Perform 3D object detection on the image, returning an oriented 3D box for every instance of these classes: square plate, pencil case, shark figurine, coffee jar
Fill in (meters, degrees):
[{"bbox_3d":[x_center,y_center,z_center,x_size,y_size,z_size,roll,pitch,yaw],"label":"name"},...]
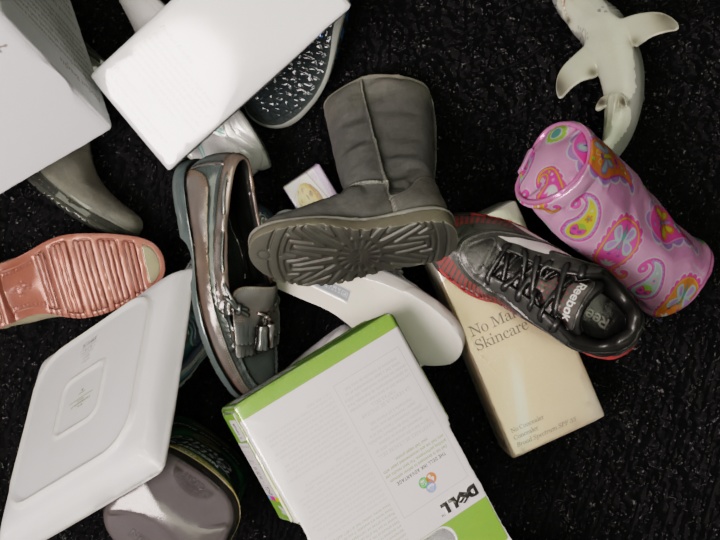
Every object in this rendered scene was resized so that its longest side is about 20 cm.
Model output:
[{"bbox_3d":[-0.216,0.109,0.989,0.199,0.200,0.028,-31,129,30],"label":"square plate"},{"bbox_3d":[0.214,-0.039,1.043,0.199,0.087,0.088,36,89,-35],"label":"pencil case"},{"bbox_3d":[0.223,-0.144,1.091,0.126,0.089,0.218,3,82,31],"label":"shark figurine"},{"bbox_3d":[-0.148,0.183,1.016,0.104,0.200,0.086,36,90,-4],"label":"coffee jar"}]

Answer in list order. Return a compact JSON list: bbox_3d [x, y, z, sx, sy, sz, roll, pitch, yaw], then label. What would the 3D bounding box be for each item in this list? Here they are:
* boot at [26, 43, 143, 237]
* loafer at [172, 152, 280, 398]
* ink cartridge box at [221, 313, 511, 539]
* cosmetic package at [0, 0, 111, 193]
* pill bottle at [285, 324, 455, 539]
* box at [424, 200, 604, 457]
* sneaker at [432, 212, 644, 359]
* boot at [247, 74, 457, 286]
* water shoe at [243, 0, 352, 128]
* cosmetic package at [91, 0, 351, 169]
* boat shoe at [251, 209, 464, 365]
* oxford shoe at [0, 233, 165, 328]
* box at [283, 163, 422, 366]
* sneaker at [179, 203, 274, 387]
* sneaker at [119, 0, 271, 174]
[{"bbox_3d":[-0.246,-0.125,1.077,0.199,0.068,0.131,36,84,-4],"label":"boot"},{"bbox_3d":[-0.098,0.005,0.997,0.062,0.072,0.203,-13,94,32],"label":"loafer"},{"bbox_3d":[0.003,0.159,0.969,0.146,0.076,0.202,-29,91,-16],"label":"ink cartridge box"},{"bbox_3d":[-0.324,-0.187,0.973,0.165,0.168,0.202,-27,60,6],"label":"cosmetic package"},{"bbox_3d":[0.009,0.156,1.066,0.111,0.111,0.201,-39,93,-1],"label":"pill bottle"},{"bbox_3d":[0.128,0.049,1.086,0.094,0.078,0.203,-24,92,-2],"label":"box"},{"bbox_3d":[0.146,0.010,0.999,0.198,0.098,0.072,28,91,-2],"label":"sneaker"},{"bbox_3d":[-0.012,-0.084,1.025,0.179,0.073,0.202,-4,49,-10],"label":"boot"},{"bbox_3d":[-0.039,-0.216,1.080,0.071,0.079,0.202,28,115,1],"label":"water shoe"},{"bbox_3d":[-0.111,-0.186,1.003,0.199,0.074,0.102,-39,99,7],"label":"cosmetic package"},{"bbox_3d":[0.002,0.010,1.047,0.197,0.069,0.073,23,130,7],"label":"boat shoe"},{"bbox_3d":[-0.262,0.007,1.069,0.196,0.074,0.072,-10,93,1],"label":"oxford shoe"},{"bbox_3d":[0.000,0.000,1.099,0.041,0.039,0.202,-31,92,1],"label":"box"},{"bbox_3d":[-0.134,0.032,1.070,0.077,0.086,0.201,35,90,-3],"label":"sneaker"},{"bbox_3d":[-0.160,-0.157,1.075,0.080,0.070,0.202,-33,93,1],"label":"sneaker"}]
